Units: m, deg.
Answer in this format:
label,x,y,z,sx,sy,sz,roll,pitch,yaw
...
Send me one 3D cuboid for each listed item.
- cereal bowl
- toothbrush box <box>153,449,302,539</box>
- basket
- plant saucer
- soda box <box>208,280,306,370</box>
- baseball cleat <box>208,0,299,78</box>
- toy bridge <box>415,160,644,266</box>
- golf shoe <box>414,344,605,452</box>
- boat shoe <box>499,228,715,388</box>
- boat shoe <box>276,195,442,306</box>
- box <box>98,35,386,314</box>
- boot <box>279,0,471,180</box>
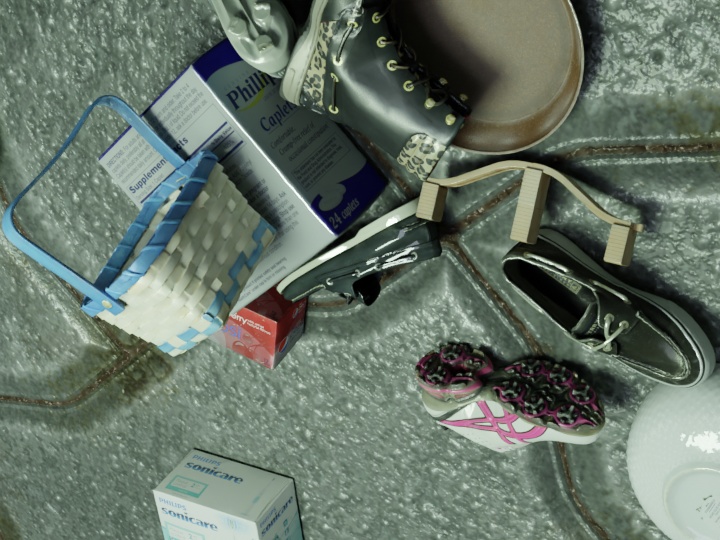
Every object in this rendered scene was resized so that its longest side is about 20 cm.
label,x,y,z,sx,sy,sz,roll,pitch,yaw
cereal bowl,0.321,0.184,1.200,0.199,0.083,0.201,18,128,24
toothbrush box,-0.147,0.326,1.622,0.145,0.085,0.201,13,126,27
basket,-0.189,-0.034,1.182,0.200,0.177,0.139,45,140,-17
plant saucer,0.094,-0.191,1.123,0.199,0.032,0.201,18,129,23
soda box,-0.155,0.022,1.424,0.199,0.063,0.070,24,132,18
baseball cleat,-0.110,-0.253,1.192,0.069,0.106,0.201,-22,80,6
toy bridge,0.145,-0.057,1.168,0.199,0.027,0.068,14,93,27
golf shoe,0.146,0.131,1.295,0.199,0.073,0.093,13,134,39
boat shoe,0.206,0.042,1.175,0.199,0.064,0.071,34,125,16
boat shoe,0.002,-0.001,1.293,0.199,0.074,0.066,-31,90,34
box,-0.111,-0.092,1.283,0.200,0.105,0.184,49,135,-7
boot,0.031,-0.177,1.109,0.153,0.074,0.204,35,136,4
